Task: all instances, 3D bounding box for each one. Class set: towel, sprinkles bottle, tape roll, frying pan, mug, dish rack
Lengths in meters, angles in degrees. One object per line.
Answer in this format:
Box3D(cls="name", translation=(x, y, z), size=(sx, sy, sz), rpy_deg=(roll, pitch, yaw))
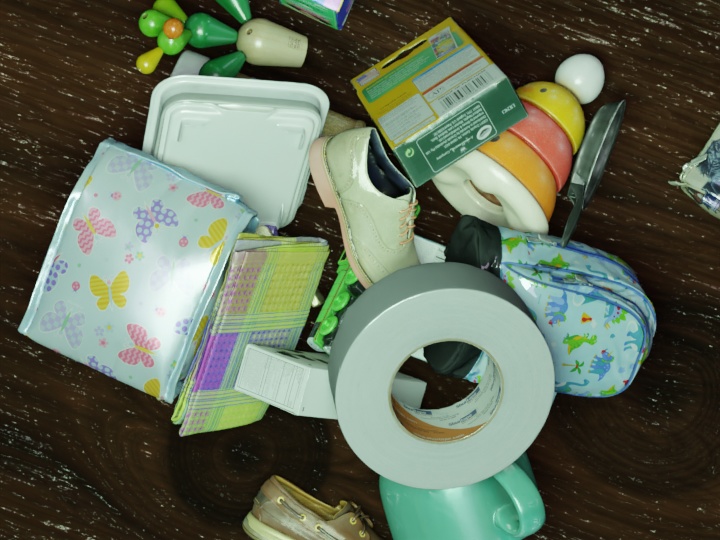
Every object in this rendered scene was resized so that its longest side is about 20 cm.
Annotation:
Box3D(cls="towel", translation=(-0.102, 0.057, 1.547), size=(0.023, 0.143, 0.201), rpy_deg=(29, 108, 30))
Box3D(cls="sprinkles bottle", translation=(-0.096, -0.154, 1.642), size=(0.199, 0.068, 0.069), rpy_deg=(22, 93, 0))
Box3D(cls="tape roll", translation=(0.072, 0.096, 1.485), size=(0.199, 0.066, 0.202), rpy_deg=(-3, 113, -6))
Box3D(cls="frying pan", translation=(0.219, -0.084, 1.605), size=(0.031, 0.115, 0.191), rpy_deg=(22, 69, 12))
Box3D(cls="mug", translation=(0.108, 0.208, 1.611), size=(0.184, 0.152, 0.115), rpy_deg=(-17, 93, 28))
Box3D(cls="dish rack", translation=(-0.125, -0.102, 1.580), size=(0.170, 0.200, 0.044), rpy_deg=(3, 52, -13))

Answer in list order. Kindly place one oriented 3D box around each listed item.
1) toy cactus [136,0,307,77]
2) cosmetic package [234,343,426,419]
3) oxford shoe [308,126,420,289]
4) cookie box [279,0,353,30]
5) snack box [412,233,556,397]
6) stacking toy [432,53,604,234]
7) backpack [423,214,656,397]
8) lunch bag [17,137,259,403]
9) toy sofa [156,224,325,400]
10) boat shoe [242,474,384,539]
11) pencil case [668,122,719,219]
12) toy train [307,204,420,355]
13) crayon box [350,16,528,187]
Box3D(cls="toy cactus", translation=(-0.131, -0.237, 1.589), size=(0.164, 0.102, 0.201), rpy_deg=(10, 61, -15))
Box3D(cls="cosmetic package", translation=(-0.025, 0.111, 1.587), size=(0.082, 0.200, 0.051), rpy_deg=(20, 94, 35))
Box3D(cls="oxford shoe", translation=(0.024, -0.042, 1.551), size=(0.074, 0.071, 0.201), rpy_deg=(-17, 111, 34))
Box3D(cls="cookie box", translation=(-0.021, -0.328, 1.565), size=(0.075, 0.200, 0.172), rpy_deg=(22, 94, 0))
Box3D(cls="snack box", translation=(0.120, 0.050, 1.666), size=(0.199, 0.037, 0.117), rpy_deg=(22, 93, -1))
Box3D(cls="stacking toy", translation=(0.172, -0.138, 1.629), size=(0.146, 0.146, 0.200), rpy_deg=(39, 74, -1))
Box3D(cls="backpack", translation=(0.183, 0.045, 1.577), size=(0.199, 0.154, 0.164), rpy_deg=(5, 115, -26))
Box3D(cls="lunch bag", translation=(-0.201, -0.003, 1.550), size=(0.169, 0.127, 0.201), rpy_deg=(23, 101, 5))
Box3D(cls="toy sofa", translation=(-0.141, 0.040, 1.648), size=(0.199, 0.083, 0.098), rpy_deg=(-32, 87, 2))
Box3D(cls="boat shoe", translation=(-0.018, 0.270, 1.664), size=(0.199, 0.072, 0.068), rpy_deg=(22, 95, 2))
Box3D(cls="pencil case", translation=(0.393, -0.147, 1.630), size=(0.089, 0.078, 0.201), rpy_deg=(27, 94, -20))
Box3D(cls="toy train", translation=(0.000, 0.000, 1.616), size=(0.042, 0.056, 0.201), rpy_deg=(42, 59, -27))
Box3D(cls="crayon box", translation=(0.073, -0.167, 1.592), size=(0.125, 0.200, 0.052), rpy_deg=(-32, 118, 3))
